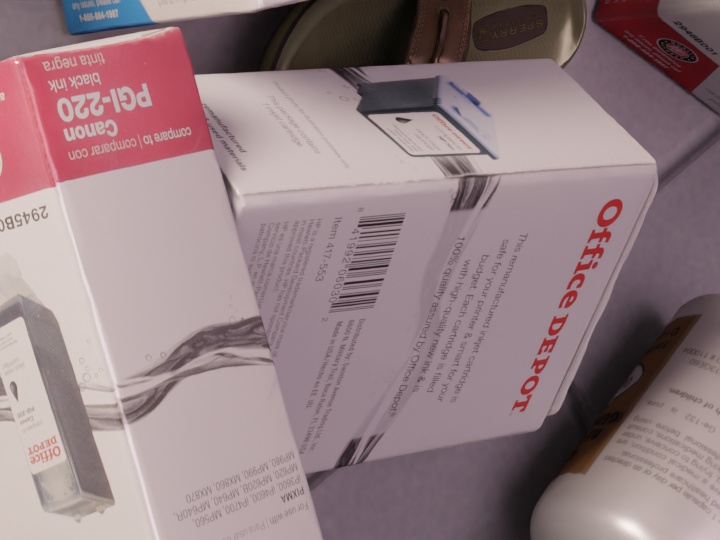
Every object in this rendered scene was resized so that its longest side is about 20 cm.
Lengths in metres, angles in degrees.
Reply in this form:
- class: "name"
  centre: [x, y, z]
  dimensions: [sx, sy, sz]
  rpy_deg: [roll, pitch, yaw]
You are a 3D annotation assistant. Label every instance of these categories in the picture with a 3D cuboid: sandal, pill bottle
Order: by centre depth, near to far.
- class: "sandal"
  centre: [0.032, -0.090, 0.868]
  dimensions: [0.201, 0.057, 0.080]
  rpy_deg: [-26, 125, -33]
- class: "pill bottle"
  centre: [0.144, 0.117, 0.933]
  dimensions: [0.200, 0.114, 0.114]
  rpy_deg: [-50, 118, -23]

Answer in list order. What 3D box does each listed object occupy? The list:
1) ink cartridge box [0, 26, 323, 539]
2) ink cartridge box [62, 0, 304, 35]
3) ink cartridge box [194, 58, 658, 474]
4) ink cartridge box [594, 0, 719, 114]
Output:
- class: "ink cartridge box"
  centre: [-0.110, 0.034, 0.705]
  dimensions: [0.085, 0.145, 0.201]
  rpy_deg: [-21, 95, -51]
- class: "ink cartridge box"
  centre: [-0.040, -0.204, 0.766]
  dimensions: [0.144, 0.147, 0.201]
  rpy_deg: [-18, 102, -33]
- class: "ink cartridge box"
  centre: [0.000, 0.000, 0.806]
  dimensions: [0.200, 0.086, 0.147]
  rpy_deg: [-8, 132, -36]
- class: "ink cartridge box"
  centre: [0.232, -0.120, 0.930]
  dimensions: [0.144, 0.200, 0.084]
  rpy_deg: [31, 75, -32]
